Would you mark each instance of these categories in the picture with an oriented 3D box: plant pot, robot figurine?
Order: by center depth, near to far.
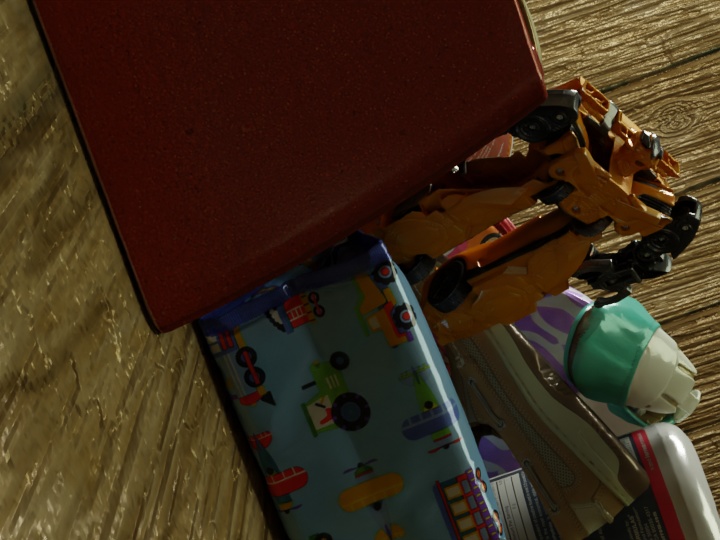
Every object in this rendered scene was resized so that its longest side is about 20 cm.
[{"bbox_3d":[-0.023,-0.111,0.675,0.200,0.175,0.202,-67,138,-81],"label":"plant pot"},{"bbox_3d":[0.079,-0.032,0.822,0.145,0.199,0.059,37,47,-25],"label":"robot figurine"}]

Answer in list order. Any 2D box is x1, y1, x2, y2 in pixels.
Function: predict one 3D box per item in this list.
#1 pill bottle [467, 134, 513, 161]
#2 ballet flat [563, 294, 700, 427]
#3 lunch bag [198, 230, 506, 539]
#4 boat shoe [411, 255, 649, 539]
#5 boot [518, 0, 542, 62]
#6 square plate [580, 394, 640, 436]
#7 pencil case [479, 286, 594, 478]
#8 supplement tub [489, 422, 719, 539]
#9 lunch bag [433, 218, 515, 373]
[{"bbox_3d":[0.021,-0.101,0.902,0.200,0.111,0.113,40,32,-72],"label":"pill bottle"},{"bbox_3d":[0.179,0.062,0.979,0.068,0.070,0.200,-65,159,-3],"label":"ballet flat"},{"bbox_3d":[0.002,0.057,0.770,0.200,0.093,0.152,-77,145,-80],"label":"lunch bag"},{"bbox_3d":[0.079,0.075,0.927,0.200,0.076,0.072,50,5,33],"label":"boat shoe"},{"bbox_3d":[0.078,-0.177,1.086,0.201,0.073,0.155,55,11,25],"label":"boot"},{"bbox_3d":[0.141,0.154,1.247,0.199,0.199,0.028,67,-10,-29],"label":"square plate"},{"bbox_3d":[0.105,0.098,1.089,0.084,0.201,0.085,34,0,38],"label":"pencil case"},{"bbox_3d":[0.128,0.188,0.977,0.140,0.198,0.142,-19,90,-83],"label":"supplement tub"},{"bbox_3d":[0.040,-0.019,1.163,0.176,0.082,0.200,46,-16,17],"label":"lunch bag"}]
